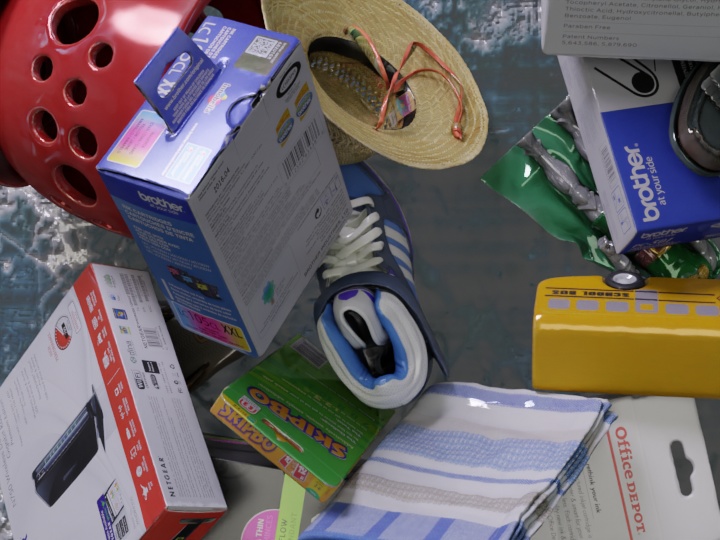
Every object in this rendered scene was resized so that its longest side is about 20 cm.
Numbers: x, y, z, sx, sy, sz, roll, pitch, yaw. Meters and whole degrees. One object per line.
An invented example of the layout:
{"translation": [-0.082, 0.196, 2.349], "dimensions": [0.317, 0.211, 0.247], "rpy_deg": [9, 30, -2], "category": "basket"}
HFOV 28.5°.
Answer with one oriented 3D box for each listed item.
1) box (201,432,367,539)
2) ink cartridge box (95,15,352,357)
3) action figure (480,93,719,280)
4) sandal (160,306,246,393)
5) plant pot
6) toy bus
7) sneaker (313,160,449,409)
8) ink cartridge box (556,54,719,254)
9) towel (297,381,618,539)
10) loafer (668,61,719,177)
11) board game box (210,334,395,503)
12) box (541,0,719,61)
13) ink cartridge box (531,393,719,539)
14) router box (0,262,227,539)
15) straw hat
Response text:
{"translation": [-0.074, 0.229, 1.014], "dimensions": [0.148, 0.124, 0.201], "rpy_deg": [8, 90, 4], "category": "box"}
{"translation": [-0.083, -0.062, 0.898], "dimensions": [0.076, 0.200, 0.137], "rpy_deg": [18, 60, 24], "category": "ink cartridge box"}
{"translation": [0.199, -0.036, 1.036], "dimensions": [0.118, 0.055, 0.200], "rpy_deg": [-43, 90, 0], "category": "action figure"}
{"translation": [-0.147, 0.074, 1.057], "dimensions": [0.200, 0.055, 0.082], "rpy_deg": [-36, 86, 6], "category": "sandal"}
{"translation": [-0.171, -0.129, 0.995], "dimensions": [0.182, 0.200, 0.201], "rpy_deg": [15, 90, 20], "category": "plant pot"}
{"translation": [0.221, 0.046, 0.987], "dimensions": [0.199, 0.078, 0.065], "rpy_deg": [2, 115, 9], "category": "toy bus"}
{"translation": [0.000, 0.000, 1.002], "dimensions": [0.080, 0.146, 0.201], "rpy_deg": [-17, 87, 4], "category": "sneaker"}
{"translation": [0.202, -0.116, 1.002], "dimensions": [0.094, 0.044, 0.201], "rpy_deg": [-9, 71, -13], "category": "ink cartridge box"}
{"translation": [0.067, 0.130, 0.924], "dimensions": [0.146, 0.200, 0.024], "rpy_deg": [4, 116, 30], "category": "towel"}
{"translation": [0.281, -0.140, 0.975], "dimensions": [0.072, 0.063, 0.200], "rpy_deg": [47, 56, 0], "category": "loafer"}
{"translation": [-0.037, 0.099, 0.976], "dimensions": [0.095, 0.200, 0.030], "rpy_deg": [38, 102, 5], "category": "board game box"}
{"translation": [0.224, -0.255, 0.956], "dimensions": [0.199, 0.131, 0.200], "rpy_deg": [3, 53, 5], "category": "box"}
{"translation": [0.149, 0.156, 1.025], "dimensions": [0.199, 0.068, 0.117], "rpy_deg": [-12, 89, 5], "category": "ink cartridge box"}
{"translation": [-0.183, 0.129, 0.978], "dimensions": [0.180, 0.049, 0.200], "rpy_deg": [-49, 50, 32], "category": "router box"}
{"translation": [-0.009, -0.122, 1.019], "dimensions": [0.201, 0.201, 0.085], "rpy_deg": [50, 127, 4], "category": "straw hat"}
